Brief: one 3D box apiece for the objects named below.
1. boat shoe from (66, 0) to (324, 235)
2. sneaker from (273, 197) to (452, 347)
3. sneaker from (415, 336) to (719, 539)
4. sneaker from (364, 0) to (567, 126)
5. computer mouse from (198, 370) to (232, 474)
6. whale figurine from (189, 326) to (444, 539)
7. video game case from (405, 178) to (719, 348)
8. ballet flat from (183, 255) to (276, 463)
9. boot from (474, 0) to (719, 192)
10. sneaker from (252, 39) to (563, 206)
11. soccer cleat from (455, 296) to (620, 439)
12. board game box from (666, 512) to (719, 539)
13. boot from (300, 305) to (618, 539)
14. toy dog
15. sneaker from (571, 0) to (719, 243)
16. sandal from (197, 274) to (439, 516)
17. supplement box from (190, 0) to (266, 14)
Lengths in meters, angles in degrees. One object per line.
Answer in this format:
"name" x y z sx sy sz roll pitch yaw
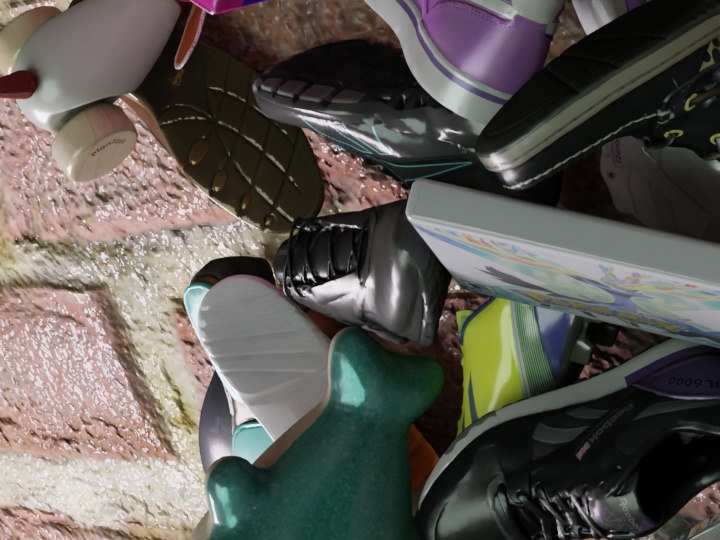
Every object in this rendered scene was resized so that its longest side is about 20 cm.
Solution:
"boat shoe" -0.091 -0.096 1.130 0.200 0.072 0.068 44 -178 16
"sneaker" 0.000 0.000 1.029 0.090 0.077 0.200 13 168 -7
"sneaker" 0.115 0.106 0.979 0.199 0.088 0.076 -32 114 14
"sneaker" 0.056 -0.160 0.906 0.115 0.072 0.201 -65 29 22
"computer mouse" -0.057 0.161 1.292 0.140 0.046 0.201 27 134 29
"whale figurine" -0.011 0.136 1.030 0.158 0.201 0.104 25 -178 -34
"video game case" 0.131 0.006 0.890 0.198 0.022 0.182 14 172 13
"ballet flat" -0.053 0.083 1.211 0.068 0.068 0.202 1 112 42
"boot" 0.166 -0.049 0.832 0.154 0.203 0.073 61 174 -17
"sneaker" 0.023 -0.072 1.028 0.199 0.075 0.080 16 130 36
"soccer cleat" 0.082 0.062 1.054 0.083 0.065 0.201 33 118 21
"board game box" 0.167 0.218 1.084 0.200 0.023 0.105 -35 92 37
"boot" 0.055 0.102 1.133 0.199 0.068 0.190 -7 100 39
"toy dog" -0.139 -0.143 1.051 0.131 0.096 0.201 32 105 18
"sneaker" 0.138 -0.078 0.913 0.099 0.075 0.201 -21 102 48
"sandal" -0.017 0.081 1.107 0.079 0.059 0.207 -34 102 7
"supplement box" -0.048 -0.240 0.915 0.103 0.101 0.201 36 122 18
